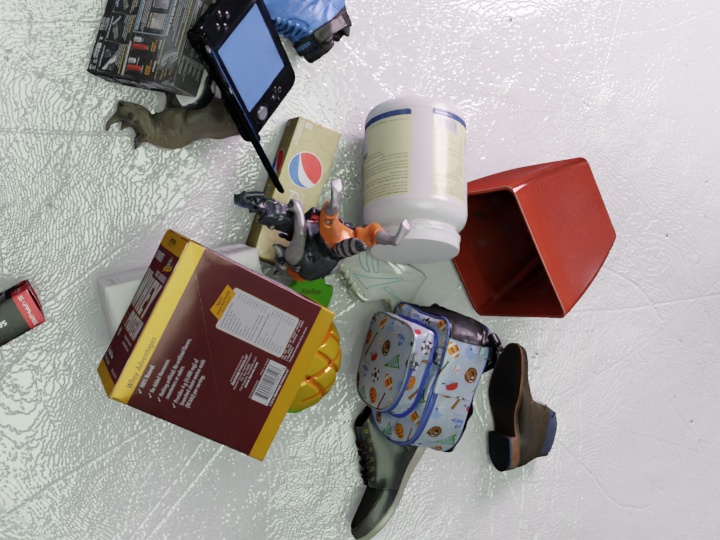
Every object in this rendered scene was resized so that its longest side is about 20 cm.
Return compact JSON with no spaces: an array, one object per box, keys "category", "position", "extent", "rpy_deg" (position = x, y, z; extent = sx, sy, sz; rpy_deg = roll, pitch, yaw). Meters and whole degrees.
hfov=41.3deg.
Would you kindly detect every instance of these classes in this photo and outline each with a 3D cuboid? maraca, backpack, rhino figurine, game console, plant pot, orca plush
[{"category":"maraca","position":[-0.080,0.097,1.315],"extent":[0.137,0.106,0.202],"rpy_deg":[-1,99,-60]},{"category":"backpack","position":[0.084,0.148,1.315],"extent":[0.153,0.200,0.192],"rpy_deg":[6,96,-20]},{"category":"rhino figurine","position":[-0.238,-0.207,1.261],"extent":[0.198,0.060,0.088],"rpy_deg":[-15,96,-17]},{"category":"game console","position":[-0.120,-0.230,1.179],"extent":[0.176,0.116,0.200],"rpy_deg":[-56,151,-20]},{"category":"plant pot","position":[0.252,-0.062,1.395],"extent":[0.176,0.199,0.201],"rpy_deg":[-32,105,-28]},{"category":"orca plush","position":[-0.211,-0.296,1.239],"extent":[0.105,0.071,0.201],"rpy_deg":[-30,67,23]}]

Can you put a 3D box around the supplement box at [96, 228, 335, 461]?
[{"category":"supplement box","position":[-0.175,0.086,1.141],"extent":[0.199,0.133,0.198],"rpy_deg":[28,88,-23]}]

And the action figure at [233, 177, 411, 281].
[{"category":"action figure","position":[-0.062,-0.042,1.204],"extent":[0.199,0.193,0.105],"rpy_deg":[16,60,-30]}]

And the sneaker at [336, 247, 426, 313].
[{"category":"sneaker","position":[0.000,0.000,1.362],"extent":[0.199,0.070,0.081],"rpy_deg":[28,88,-21]}]

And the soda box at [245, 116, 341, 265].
[{"category":"soda box","position":[-0.096,-0.106,1.320],"extent":[0.067,0.064,0.202],"rpy_deg":[20,87,-21]}]

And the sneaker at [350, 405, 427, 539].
[{"category":"sneaker","position":[0.015,0.287,1.396],"extent":[0.106,0.075,0.201],"rpy_deg":[34,74,-15]}]

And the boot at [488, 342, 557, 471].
[{"category":"boot","position":[0.255,0.207,1.481],"extent":[0.096,0.075,0.202],"rpy_deg":[-2,103,-32]}]

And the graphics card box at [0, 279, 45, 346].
[{"category":"graphics card box","position":[-0.483,0.084,1.160],"extent":[0.199,0.125,0.051],"rpy_deg":[-30,104,-16]}]

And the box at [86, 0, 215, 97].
[{"category":"box","position":[-0.249,-0.329,1.196],"extent":[0.050,0.157,0.202],"rpy_deg":[17,88,-58]}]

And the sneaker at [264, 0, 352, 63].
[{"category":"sneaker","position":[-0.092,-0.330,1.279],"extent":[0.199,0.076,0.112],"rpy_deg":[-30,103,-38]}]

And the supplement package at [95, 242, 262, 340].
[{"category":"supplement package","position":[-0.231,0.047,1.252],"extent":[0.199,0.121,0.121],"rpy_deg":[-16,101,-19]}]

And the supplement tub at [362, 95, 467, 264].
[{"category":"supplement tub","position":[0.075,-0.122,1.313],"extent":[0.144,0.145,0.202],"rpy_deg":[7,74,-21]}]
